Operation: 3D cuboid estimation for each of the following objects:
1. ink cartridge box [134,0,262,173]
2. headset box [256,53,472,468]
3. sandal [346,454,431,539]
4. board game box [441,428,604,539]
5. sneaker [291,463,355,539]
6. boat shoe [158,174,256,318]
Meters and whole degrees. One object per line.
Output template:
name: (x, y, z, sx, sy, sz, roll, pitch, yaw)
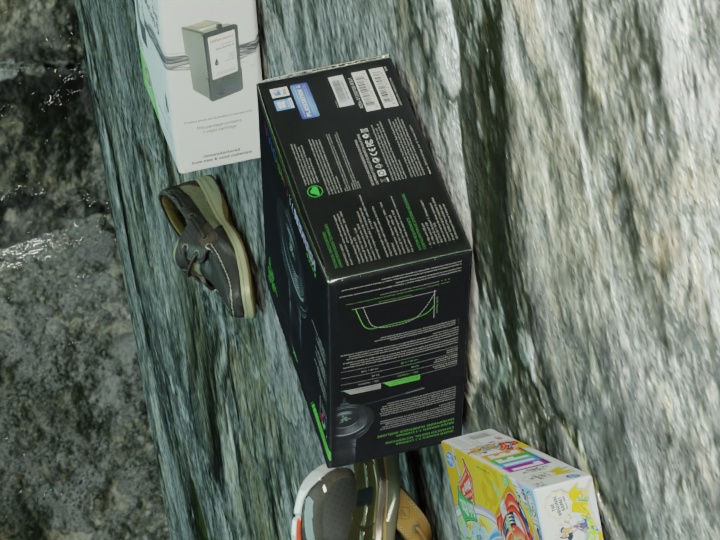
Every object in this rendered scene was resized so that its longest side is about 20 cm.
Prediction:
ink cartridge box: (-0.138, -0.208, 1.983, 0.146, 0.084, 0.201, -115, 17, -49)
headset box: (0.000, 0.000, 1.491, 0.200, 0.092, 0.175, 90, 164, -50)
sandal: (0.024, 0.178, 1.693, 0.080, 0.054, 0.201, 165, 107, -74)
board game box: (0.098, 0.169, 1.333, 0.200, 0.034, 0.135, -167, 64, -78)
sneaker: (0.006, 0.248, 1.858, 0.082, 0.077, 0.201, 3, 108, 51)
boat shoe: (-0.150, -0.018, 2.302, 0.201, 0.066, 0.072, -114, 17, -47)
